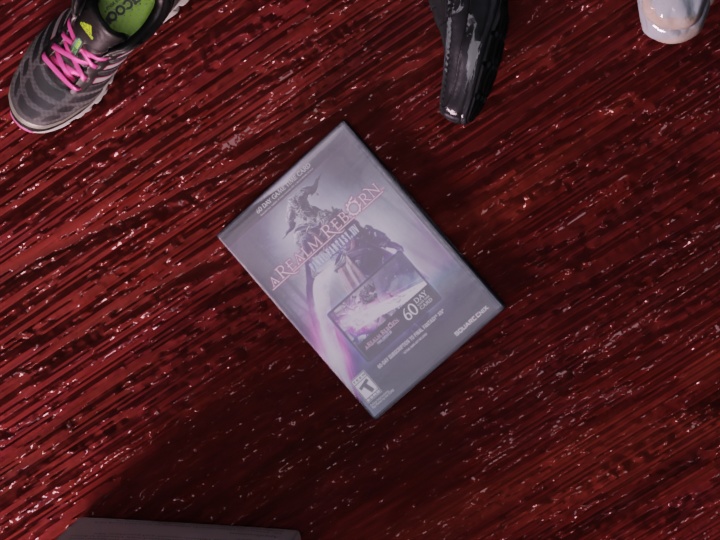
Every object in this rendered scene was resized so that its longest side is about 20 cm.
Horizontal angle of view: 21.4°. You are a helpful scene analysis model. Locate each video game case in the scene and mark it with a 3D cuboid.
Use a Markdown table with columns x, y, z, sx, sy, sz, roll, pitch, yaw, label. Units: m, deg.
| x | y | z | sx | sy | sz | roll | pitch | yaw | label |
| --- | --- | --- | --- | --- | --- | --- | --- | --- | --- |
| 0.000 | 0.000 | 1.549 | 0.143 | 0.019 | 0.200 | -41 | 91 | 10 | video game case |

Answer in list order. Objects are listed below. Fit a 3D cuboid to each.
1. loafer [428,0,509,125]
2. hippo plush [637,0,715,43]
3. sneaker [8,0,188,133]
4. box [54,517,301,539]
| x | y | z | sx | sy | sz | roll | pitch | yaw | label |
| --- | --- | --- | --- | --- | --- | --- | --- | --- | --- |
| 0.082 | -0.216 | 1.489 | 0.070 | 0.068 | 0.202 | 9 | 93 | 14 | loafer |
| 0.196 | -0.268 | 1.413 | 0.160 | 0.200 | 0.160 | 19 | 77 | 12 | hippo plush |
| -0.214 | -0.188 | 1.517 | 0.200 | 0.087 | 0.074 | -42 | 91 | 10 | sneaker |
| -0.153 | 0.316 | 1.550 | 0.197 | 0.131 | 0.202 | 3 | 97 | 7 | box |
